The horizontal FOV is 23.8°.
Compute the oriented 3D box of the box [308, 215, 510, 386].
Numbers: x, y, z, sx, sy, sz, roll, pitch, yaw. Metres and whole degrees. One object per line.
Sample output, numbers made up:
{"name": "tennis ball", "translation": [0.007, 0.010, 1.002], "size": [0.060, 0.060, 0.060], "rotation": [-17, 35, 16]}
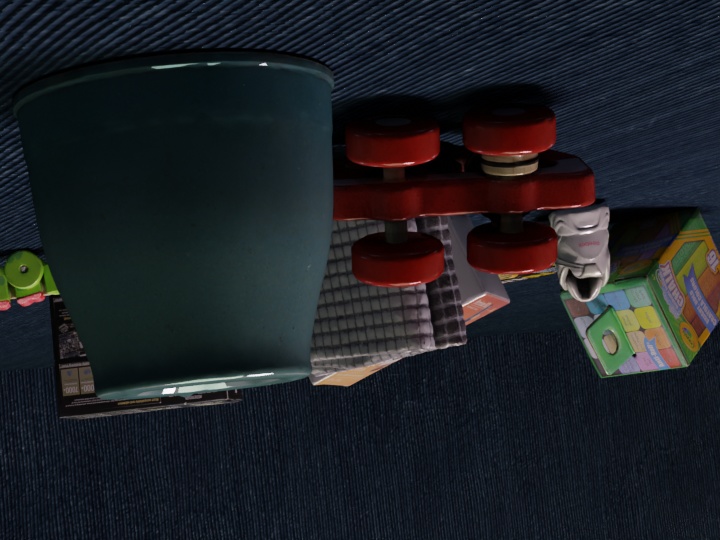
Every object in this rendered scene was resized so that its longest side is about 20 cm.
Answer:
{"name": "box", "translation": [0.033, 0.027, 1.739], "size": [0.200, 0.107, 0.152], "rotation": [-28, 169, 11]}

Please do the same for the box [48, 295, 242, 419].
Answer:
{"name": "box", "translation": [-0.247, 0.080, 1.964], "size": [0.199, 0.164, 0.086], "rotation": [-7, 174, 6]}

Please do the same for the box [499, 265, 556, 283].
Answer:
{"name": "box", "translation": [0.167, -0.013, 2.064], "size": [0.159, 0.050, 0.200], "rotation": [-3, 173, -42]}

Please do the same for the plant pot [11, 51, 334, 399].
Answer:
{"name": "plant pot", "translation": [-0.106, -0.019, 1.051], "size": [0.199, 0.189, 0.200], "rotation": [-6, 175, -1]}

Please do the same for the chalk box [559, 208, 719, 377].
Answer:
{"name": "chalk box", "translation": [0.320, 0.037, 1.941], "size": [0.124, 0.125, 0.200], "rotation": [-11, -155, 41]}

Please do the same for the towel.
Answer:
{"name": "towel", "translation": [0.000, 0.000, 1.462], "size": [0.085, 0.166, 0.200], "rotation": [-9, 177, -39]}

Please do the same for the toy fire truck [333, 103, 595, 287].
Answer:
{"name": "toy fire truck", "translation": [0.062, -0.069, 1.243], "size": [0.199, 0.113, 0.168], "rotation": [-5, -162, -5]}

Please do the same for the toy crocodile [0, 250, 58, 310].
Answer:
{"name": "toy crocodile", "translation": [-0.375, 0.017, 1.720], "size": [0.199, 0.062, 0.068], "rotation": [-5, 174, -3]}

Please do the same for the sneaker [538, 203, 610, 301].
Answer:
{"name": "sneaker", "translation": [0.235, -0.013, 1.876], "size": [0.078, 0.100, 0.200], "rotation": [-6, 174, 4]}
